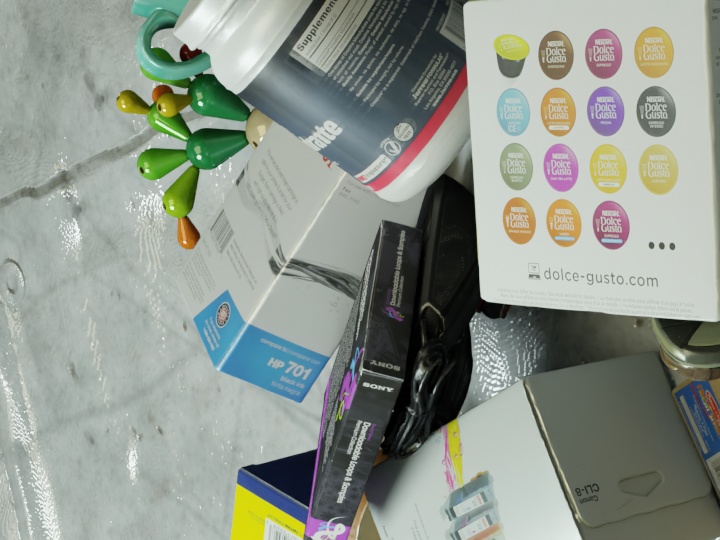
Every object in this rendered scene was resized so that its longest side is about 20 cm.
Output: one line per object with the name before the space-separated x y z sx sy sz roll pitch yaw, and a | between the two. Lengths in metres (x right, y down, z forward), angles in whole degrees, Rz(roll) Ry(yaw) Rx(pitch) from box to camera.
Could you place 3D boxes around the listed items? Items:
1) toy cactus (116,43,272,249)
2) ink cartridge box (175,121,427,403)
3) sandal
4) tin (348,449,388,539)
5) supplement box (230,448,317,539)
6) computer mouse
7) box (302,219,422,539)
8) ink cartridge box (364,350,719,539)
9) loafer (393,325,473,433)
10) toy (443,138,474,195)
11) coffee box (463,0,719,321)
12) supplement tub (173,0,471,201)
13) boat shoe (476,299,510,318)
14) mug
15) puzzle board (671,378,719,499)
toy cactus | -0.102 -0.105 1.846 0.164 0.102 0.201 -16 109 15
ink cartridge box | -0.045 -0.026 1.707 0.200 0.086 0.147 -55 30 16
sandal | 0.227 0.040 1.468 0.079 0.201 0.058 -2 98 5
tin | 0.024 0.228 1.765 0.042 0.112 0.201 28 117 42
supplement box | -0.036 0.259 1.840 0.109 0.109 0.201 25 116 42
computer mouse | 0.060 0.025 1.578 0.139 0.052 0.201 110 171 -57
box | 0.001 0.083 1.595 0.200 0.036 0.143 106 174 -47
ink cartridge box | 0.129 0.165 1.609 0.200 0.145 0.145 -34 72 46
loafer | 0.045 0.024 1.671 0.068 0.070 0.201 -7 61 20
toy | 0.083 -0.120 1.661 0.200 0.047 0.116 -134 49 -60
coffee box | 0.206 -0.084 1.431 0.199 0.199 0.199 4 101 47
supplement tub | -0.013 -0.154 1.545 0.200 0.141 0.140 35 134 -11
boat shoe | 0.140 -0.036 1.620 0.062 0.071 0.200 26 124 -3
mug | -0.114 -0.251 1.794 0.152 0.114 0.186 -97 20 -68
puzzle board | 0.287 0.143 1.502 0.201 0.017 0.151 67 153 15
